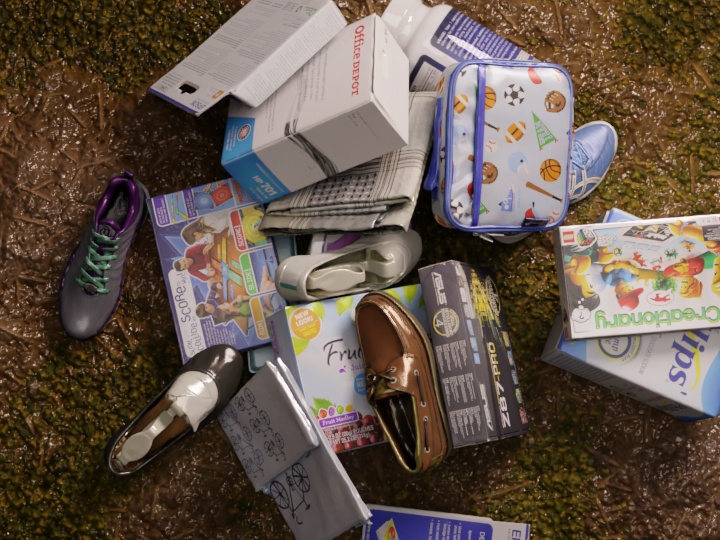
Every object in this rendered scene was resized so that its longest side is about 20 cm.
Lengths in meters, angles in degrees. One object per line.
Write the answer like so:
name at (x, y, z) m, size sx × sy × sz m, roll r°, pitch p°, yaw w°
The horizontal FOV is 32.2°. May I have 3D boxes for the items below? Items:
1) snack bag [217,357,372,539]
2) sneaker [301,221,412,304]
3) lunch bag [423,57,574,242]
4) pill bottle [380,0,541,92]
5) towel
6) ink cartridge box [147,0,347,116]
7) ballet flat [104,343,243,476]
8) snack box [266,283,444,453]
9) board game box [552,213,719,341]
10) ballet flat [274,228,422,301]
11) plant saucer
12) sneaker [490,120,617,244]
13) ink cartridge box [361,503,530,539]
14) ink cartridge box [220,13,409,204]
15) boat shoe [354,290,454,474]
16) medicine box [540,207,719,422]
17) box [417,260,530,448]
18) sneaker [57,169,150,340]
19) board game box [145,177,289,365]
snack bag at (-0.078, 0.212, 1.362) m, size 0.021 × 0.189 × 0.201 m, roll -25°, pitch 79°, yaw -34°
sneaker at (0.000, -0.041, 1.458) m, size 0.114 × 0.073 × 0.201 m, roll 18°, pitch 76°, yaw -4°
lunch bag at (0.152, -0.132, 1.379) m, size 0.159 × 0.076 × 0.201 m, roll 1°, pitch 95°, yaw -16°
pill bottle at (0.111, -0.243, 1.478) m, size 0.200 × 0.116 × 0.116 m, roll 32°, pitch 80°, yaw 2°
towel at (-0.011, -0.124, 1.420) m, size 0.192 × 0.035 × 0.201 m, roll 0°, pitch 56°, yaw 26°
ink cartridge box at (-0.134, -0.243, 1.430) m, size 0.200 × 0.199 × 0.041 m, roll -42°, pitch 119°, yaw -8°
ballet flat at (-0.208, 0.164, 1.393) m, size 0.200 × 0.068 × 0.068 m, roll -44°, pitch 94°, yaw 7°
snack box at (0.010, 0.111, 1.409) m, size 0.199 × 0.068 × 0.169 m, roll -8°, pitch 80°, yaw -28°
board game box at (0.321, 0.008, 1.388) m, size 0.199 × 0.035 × 0.127 m, roll -5°, pitch 81°, yaw -4°
ballet flat at (0.000, 0.000, 1.399) m, size 0.199 × 0.069 × 0.070 m, roll -14°, pitch 81°, yaw -30°
plant saucer at (-0.105, 0.019, 1.472) m, size 0.070 × 0.019 × 0.201 m, roll -5°, pitch 81°, yaw -4°
sneaker at (0.234, -0.106, 1.483) m, size 0.200 × 0.077 × 0.076 m, roll -43°, pitch 84°, yaw -10°
ink cartridge box at (0.088, 0.368, 1.374) m, size 0.199 × 0.047 × 0.199 m, roll 3°, pitch 78°, yaw 24°
ink cartridge box at (-0.049, -0.180, 1.402) m, size 0.199 × 0.086 × 0.147 m, roll -19°, pitch 45°, yaw 24°
boat shoe at (0.041, 0.119, 1.332) m, size 0.072 × 0.068 × 0.201 m, roll -27°, pitch 87°, yaw 36°
medicine box at (0.339, 0.054, 1.451) m, size 0.199 × 0.103 × 0.183 m, roll 22°, pitch 80°, yaw 1°
box at (0.129, 0.093, 1.403) m, size 0.049 × 0.161 × 0.201 m, roll -15°, pitch 80°, yaw 24°
sneaker at (-0.302, -0.020, 1.430) m, size 0.074 × 0.088 × 0.201 m, roll 17°, pitch 80°, yaw -1°
board game box at (-0.161, -0.002, 1.447) m, size 0.135 × 0.034 × 0.201 m, roll -14°, pitch 81°, yaw 2°
